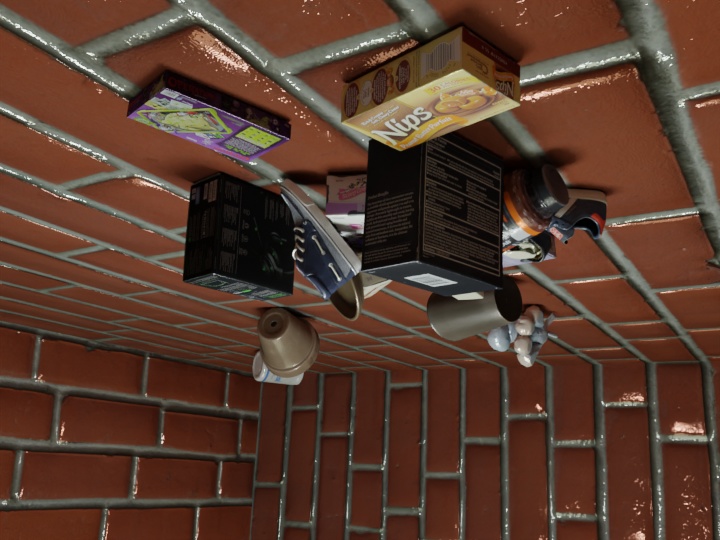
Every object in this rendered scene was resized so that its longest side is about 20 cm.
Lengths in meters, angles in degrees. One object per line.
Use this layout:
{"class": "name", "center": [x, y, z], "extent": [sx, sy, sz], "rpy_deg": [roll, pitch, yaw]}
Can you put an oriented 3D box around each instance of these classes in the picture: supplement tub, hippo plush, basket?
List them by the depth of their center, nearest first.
{"class": "supplement tub", "center": [0.231, -0.090, 1.183], "extent": [0.105, 0.110, 0.198], "rpy_deg": [15, 146, -40]}
{"class": "basket", "center": [0.294, 0.091, 1.857], "extent": [0.177, 0.140, 0.198], "rpy_deg": [9, 161, -38]}
{"class": "hippo plush", "center": [0.454, 0.164, 2.153], "extent": [0.158, 0.163, 0.199], "rpy_deg": [13, -142, 39]}
{"class": "supplement tub", "center": [-0.353, 0.416, 3.179], "extent": [0.196, 0.136, 0.131], "rpy_deg": [11, 163, -30]}

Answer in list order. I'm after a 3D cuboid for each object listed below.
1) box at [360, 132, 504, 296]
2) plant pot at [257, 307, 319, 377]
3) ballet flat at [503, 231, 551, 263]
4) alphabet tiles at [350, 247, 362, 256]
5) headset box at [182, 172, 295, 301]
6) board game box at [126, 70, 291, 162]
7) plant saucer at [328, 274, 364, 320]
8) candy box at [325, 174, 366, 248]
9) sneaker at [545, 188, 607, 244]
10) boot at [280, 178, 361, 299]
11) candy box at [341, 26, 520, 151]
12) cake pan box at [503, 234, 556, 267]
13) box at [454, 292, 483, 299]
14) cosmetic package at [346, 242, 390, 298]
{"class": "box", "center": [0.110, -0.083, 1.090], "extent": [0.197, 0.204, 0.121], "rpy_deg": [16, 163, -42]}
{"class": "plant pot", "center": [-0.243, 0.210, 2.324], "extent": [0.194, 0.205, 0.176], "rpy_deg": [-2, 149, 16]}
{"class": "ballet flat", "center": [0.244, -0.065, 1.302], "extent": [0.195, 0.075, 0.073], "rpy_deg": [21, 163, -5]}
{"class": "alphabet tiles", "center": [0.032, -0.040, 1.389], "extent": [0.197, 0.007, 0.164], "rpy_deg": [-8, -171, -42]}
{"class": "headset box", "center": [-0.203, -0.052, 1.316], "extent": [0.091, 0.180, 0.197], "rpy_deg": [-11, 161, 41]}
{"class": "board game box", "center": [-0.207, -0.207, 1.025], "extent": [0.197, 0.033, 0.119], "rpy_deg": [16, 156, -39]}
{"class": "plant saucer", "center": [-0.048, 0.006, 1.526], "extent": [0.029, 0.204, 0.200], "rpy_deg": [-26, 176, -21]}
{"class": "candy box", "center": [0.040, -0.100, 1.287], "extent": [0.163, 0.074, 0.200], "rpy_deg": [0, 166, 13]}
{"class": "sneaker", "center": [0.320, -0.091, 1.249], "extent": [0.194, 0.087, 0.075], "rpy_deg": [2, 166, 3]}
{"class": "boot", "center": [-0.089, -0.052, 1.253], "extent": [0.090, 0.201, 0.073], "rpy_deg": [-41, -176, -7]}
{"class": "candy box", "center": [0.081, -0.212, 0.897], "extent": [0.114, 0.057, 0.197], "rpy_deg": [16, 161, -41]}
{"class": "cake pan box", "center": [0.262, -0.054, 1.469], "extent": [0.181, 0.054, 0.197], "rpy_deg": [-14, 158, 41]}
{"class": "box", "center": [0.211, 0.004, 1.634], "extent": [0.067, 0.085, 0.199], "rpy_deg": [-5, 162, 27]}
{"class": "cosmetic package", "center": [0.000, 0.000, 1.581], "extent": [0.085, 0.106, 0.200], "rpy_deg": [-16, 173, -19]}
